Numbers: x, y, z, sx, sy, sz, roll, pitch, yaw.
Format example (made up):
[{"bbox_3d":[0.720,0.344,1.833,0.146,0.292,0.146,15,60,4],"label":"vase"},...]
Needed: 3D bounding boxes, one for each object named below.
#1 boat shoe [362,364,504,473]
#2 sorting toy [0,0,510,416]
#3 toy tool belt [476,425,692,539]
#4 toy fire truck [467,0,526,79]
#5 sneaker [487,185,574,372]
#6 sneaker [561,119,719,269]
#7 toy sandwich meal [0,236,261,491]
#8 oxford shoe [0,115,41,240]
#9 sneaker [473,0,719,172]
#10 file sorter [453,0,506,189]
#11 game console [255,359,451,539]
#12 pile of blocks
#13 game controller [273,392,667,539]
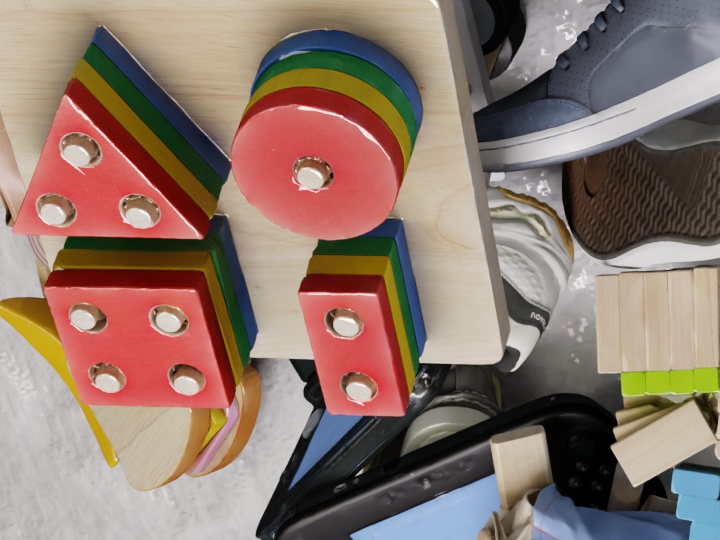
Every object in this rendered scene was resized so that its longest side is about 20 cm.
[{"bbox_3d":[0.035,0.121,1.481,0.072,0.061,0.202,12,139,-8],"label":"boat shoe"},{"bbox_3d":[-0.053,-0.025,1.121,0.199,0.070,0.200,1,132,16],"label":"sorting toy"},{"bbox_3d":[0.148,0.152,1.316,0.125,0.199,0.124,-120,43,-84],"label":"toy tool belt"},{"bbox_3d":[-0.015,-0.160,1.273,0.199,0.129,0.177,25,133,6],"label":"toy fire truck"},{"bbox_3d":[0.000,0.000,1.318,0.199,0.088,0.076,6,149,22],"label":"sneaker"},{"bbox_3d":[0.161,-0.033,1.255,0.200,0.084,0.073,-160,74,-67],"label":"sneaker"},{"bbox_3d":[-0.141,0.037,1.614,0.205,0.070,0.206,27,131,35],"label":"toy sandwich meal"},{"bbox_3d":[-0.156,-0.038,1.506,0.200,0.071,0.071,40,176,-15],"label":"oxford shoe"},{"bbox_3d":[0.119,-0.135,1.185,0.201,0.077,0.147,-22,97,12],"label":"sneaker"},{"bbox_3d":[-0.030,-0.083,1.196,0.138,0.125,0.201,-3,130,18],"label":"file sorter"},{"bbox_3d":[-0.022,0.020,1.450,0.116,0.176,0.200,33,140,-8],"label":"game console"},{"bbox_3d":[0.170,0.086,1.277,0.082,0.062,0.201,-27,86,14],"label":"pile of blocks"},{"bbox_3d":[0.057,0.130,1.399,0.199,0.042,0.105,-25,117,23],"label":"game controller"}]
